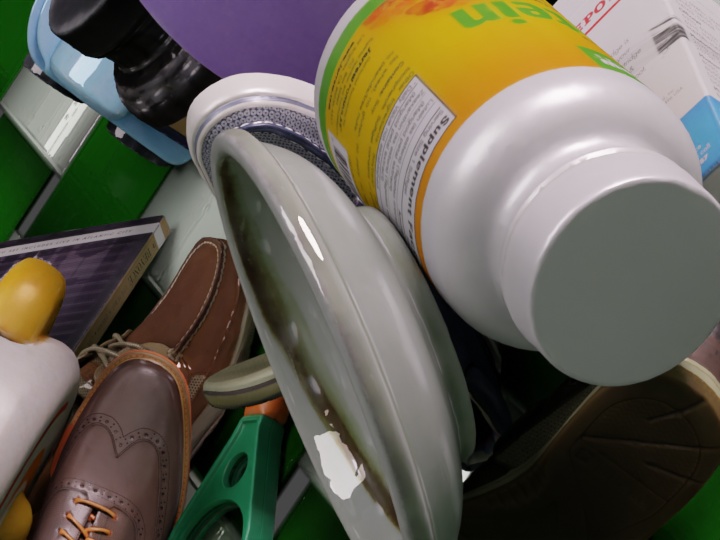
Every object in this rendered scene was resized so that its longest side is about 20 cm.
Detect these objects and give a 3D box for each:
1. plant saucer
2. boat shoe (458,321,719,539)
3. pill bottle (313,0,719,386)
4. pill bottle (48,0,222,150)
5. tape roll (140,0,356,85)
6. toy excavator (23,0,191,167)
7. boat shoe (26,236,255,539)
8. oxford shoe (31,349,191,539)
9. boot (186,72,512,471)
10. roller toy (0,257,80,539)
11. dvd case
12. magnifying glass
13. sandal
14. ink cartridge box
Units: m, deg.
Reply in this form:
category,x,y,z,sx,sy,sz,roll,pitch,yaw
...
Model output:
category,x,y,z,sx,sy,sz,roll,pitch,yaw
plant saucer,0.001,0.032,0.976,0.050,0.201,0.200,-23,28,-10
boat shoe,0.086,0.089,1.003,0.200,0.073,0.065,-43,5,42
pill bottle,0.063,-0.037,0.965,0.111,0.111,0.200,-53,31,9
pill bottle,-0.052,-0.104,1.259,0.112,0.200,0.112,-40,33,32
tape roll,-0.015,-0.173,1.187,0.085,0.199,0.201,-50,27,42
toy excavator,-0.112,-0.105,1.448,0.100,0.194,0.200,-54,0,8
boat shoe,-0.119,0.068,1.336,0.076,0.072,0.201,3,65,59
oxford shoe,-0.133,0.138,1.263,0.073,0.071,0.201,-101,27,-89
boot,0.002,0.002,1.080,0.073,0.200,0.091,-35,38,19
roller toy,-0.224,0.094,1.235,0.183,0.139,0.200,-61,1,42
dvd case,-0.208,0.036,1.441,0.148,0.016,0.200,-9,30,24
magnifying glass,-0.055,0.095,1.266,0.079,0.022,0.201,-11,56,55
sandal,0.001,-0.001,1.199,0.201,0.057,0.080,-39,-2,22
ink cartridge box,0.117,-0.056,1.083,0.116,0.067,0.200,-46,31,24
